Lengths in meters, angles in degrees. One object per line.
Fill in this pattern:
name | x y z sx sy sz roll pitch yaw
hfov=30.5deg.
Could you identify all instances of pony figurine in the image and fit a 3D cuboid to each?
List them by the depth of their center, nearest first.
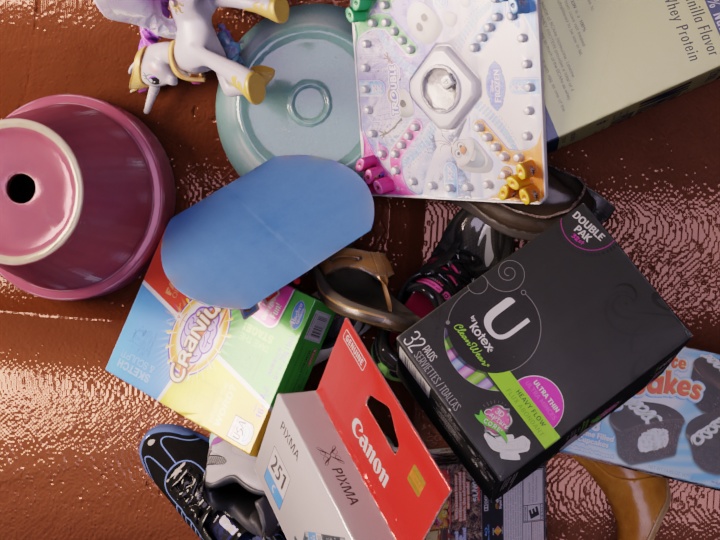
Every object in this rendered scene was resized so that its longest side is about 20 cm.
pony figurine | -0.160 -0.242 1.219 0.199 0.166 0.195 6 108 42

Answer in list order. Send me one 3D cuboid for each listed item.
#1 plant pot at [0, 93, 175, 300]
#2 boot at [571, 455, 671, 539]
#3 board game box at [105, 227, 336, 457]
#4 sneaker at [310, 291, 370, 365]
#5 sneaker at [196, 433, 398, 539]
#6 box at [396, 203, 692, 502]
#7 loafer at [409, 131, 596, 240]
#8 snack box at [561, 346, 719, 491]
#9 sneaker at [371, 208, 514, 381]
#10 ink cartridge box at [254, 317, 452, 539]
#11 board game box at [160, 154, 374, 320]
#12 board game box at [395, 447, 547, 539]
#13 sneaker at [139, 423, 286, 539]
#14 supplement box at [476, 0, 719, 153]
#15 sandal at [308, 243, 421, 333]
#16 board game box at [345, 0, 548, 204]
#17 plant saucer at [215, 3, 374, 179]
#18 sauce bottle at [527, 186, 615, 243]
plant pot | -0.290 -0.070 1.231 0.198 0.179 0.202 0 91 8
boot | 0.224 0.177 1.234 0.143 0.071 0.203 19 88 11
board game box | -0.133 0.065 1.236 0.199 0.040 0.154 23 90 34
sneaker | -0.074 0.070 1.258 0.199 0.080 0.074 -36 89 8
sneaker | -0.054 0.209 1.220 0.198 0.140 0.078 7 128 7
box | 0.149 0.071 1.114 0.199 0.124 0.149 -34 75 -9
loafer | 0.119 -0.089 1.203 0.198 0.072 0.073 21 56 24
snack box | 0.255 0.121 1.184 0.198 0.037 0.117 12 81 7
sneaker | 0.082 0.017 1.230 0.076 0.084 0.201 31 85 6
ink cartridge box | -0.015 0.170 1.076 0.044 0.201 0.177 -2 130 -30
board game box | -0.082 -0.027 1.201 0.199 0.039 0.158 -33 45 -18
board game box | 0.062 0.248 1.186 0.198 0.097 0.161 0 90 -29
sneaker | -0.138 0.224 1.267 0.199 0.078 0.070 39 96 5
supplement box | 0.213 -0.236 1.190 0.198 0.134 0.202 -23 88 7
sandal | 0.000 0.000 1.197 0.081 0.200 0.055 11 111 -24
board game box | 0.070 -0.160 1.167 0.199 0.026 0.202 5 106 38
plant saucer | -0.047 -0.159 1.272 0.198 0.036 0.202 0 90 7
sauce bottle | 0.165 0.012 1.236 0.064 0.065 0.201 33 94 5
